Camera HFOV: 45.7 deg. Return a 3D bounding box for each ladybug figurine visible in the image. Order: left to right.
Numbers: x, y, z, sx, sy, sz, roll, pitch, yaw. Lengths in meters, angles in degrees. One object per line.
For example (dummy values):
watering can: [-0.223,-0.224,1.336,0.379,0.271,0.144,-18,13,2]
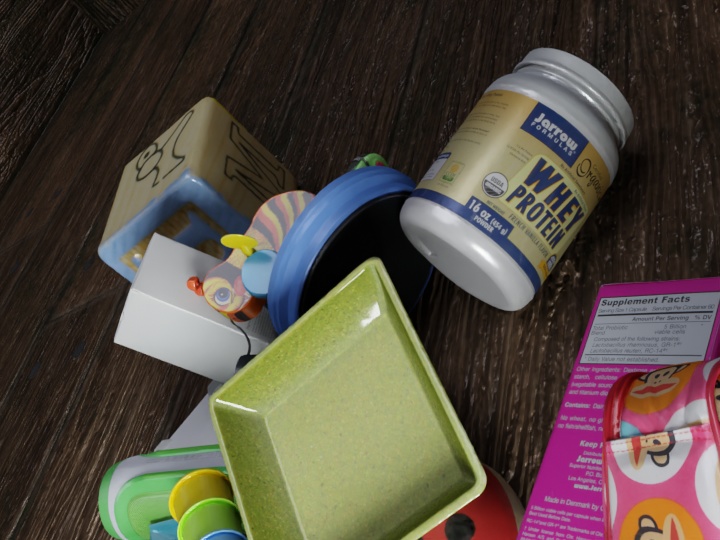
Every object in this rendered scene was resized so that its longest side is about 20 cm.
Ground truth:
ladybug figurine: [0.060,0.209,0.628,0.135,0.072,0.201,-42,31,10]

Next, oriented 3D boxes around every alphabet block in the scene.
alphabet block: [-0.216,-0.076,1.178,0.193,0.196,0.202,-31,34,23]

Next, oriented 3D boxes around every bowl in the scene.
bowl: [0.000,0.000,0.826,0.039,0.201,0.202,35,83,36]

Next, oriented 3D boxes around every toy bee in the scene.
toy bee: [-0.115,0.005,0.843,0.107,0.132,0.202,18,56,17]

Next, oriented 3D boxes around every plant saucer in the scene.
plant saucer: [-0.011,0.129,0.643,0.199,0.048,0.202,-40,53,20]

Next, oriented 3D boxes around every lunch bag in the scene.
lunch bag: [0.200,0.150,0.417,0.081,0.173,0.205,-22,60,50]

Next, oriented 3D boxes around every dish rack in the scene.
dish rack: [-0.164,0.204,0.951,0.172,0.043,0.200,-49,32,-2]

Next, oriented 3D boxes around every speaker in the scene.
speaker: [-0.152,0.216,0.830,0.196,0.089,0.090,-10,44,19]

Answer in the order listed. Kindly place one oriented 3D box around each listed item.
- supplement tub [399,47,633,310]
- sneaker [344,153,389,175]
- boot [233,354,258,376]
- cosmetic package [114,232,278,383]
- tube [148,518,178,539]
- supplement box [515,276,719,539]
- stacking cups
supplement tub: [0.143,-0.083,0.776,0.202,0.144,0.144,-53,31,-8]
sneaker: [-0.012,-0.047,0.894,0.076,0.202,0.084,-28,60,-27]
boot: [-0.014,0.125,0.799,0.164,0.200,0.078,3,72,12]
cosmetic package: [-0.155,0.055,0.927,0.108,0.197,0.086,-51,19,47]
tube: [-0.153,0.316,0.742,0.076,0.050,0.204,-16,60,15]
supplement box: [0.189,0.116,0.539,0.102,0.101,0.203,-5,51,50]
stacking cups: [-0.103,0.239,0.672,0.061,0.060,0.200,-47,33,1]
